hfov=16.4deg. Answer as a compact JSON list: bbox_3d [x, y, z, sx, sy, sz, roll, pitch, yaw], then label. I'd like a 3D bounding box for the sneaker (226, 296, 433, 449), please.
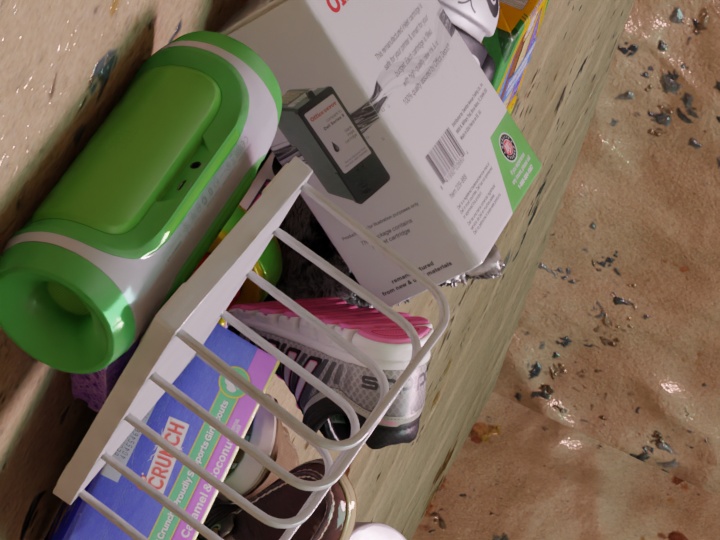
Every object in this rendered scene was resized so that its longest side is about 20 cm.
[{"bbox_3d":[-0.023,0.066,1.563,0.074,0.200,0.088,-6,99,-34],"label":"sneaker"}]

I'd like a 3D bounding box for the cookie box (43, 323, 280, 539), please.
[{"bbox_3d":[-0.132,0.127,1.565,0.172,0.075,0.200,-64,-174,-15],"label":"cookie box"}]

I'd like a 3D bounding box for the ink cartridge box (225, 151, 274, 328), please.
[{"bbox_3d":[-0.079,-0.015,1.790,0.095,0.037,0.200,103,12,-54],"label":"ink cartridge box"}]

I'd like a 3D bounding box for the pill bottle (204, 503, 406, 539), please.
[{"bbox_3d":[-0.058,0.216,1.689,0.200,0.120,0.120,-6,-135,46],"label":"pill bottle"}]

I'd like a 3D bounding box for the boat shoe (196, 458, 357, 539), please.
[{"bbox_3d":[-0.085,0.195,1.583,0.200,0.072,0.072,-42,159,21],"label":"boat shoe"}]

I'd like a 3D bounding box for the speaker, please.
[{"bbox_3d":[-0.115,-0.039,1.321,0.200,0.088,0.089,-58,169,-40],"label":"speaker"}]

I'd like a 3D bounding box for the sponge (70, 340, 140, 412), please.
[{"bbox_3d":[-0.135,-0.004,1.479,0.112,0.030,0.200,-60,170,-27],"label":"sponge"}]

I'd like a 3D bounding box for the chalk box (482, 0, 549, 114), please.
[{"bbox_3d":[0.055,-0.149,1.930,0.124,0.124,0.200,-55,165,-52],"label":"chalk box"}]

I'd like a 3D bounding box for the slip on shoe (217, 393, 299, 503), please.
[{"bbox_3d":[-0.068,0.125,1.669,0.076,0.060,0.200,-64,-173,-9],"label":"slip on shoe"}]

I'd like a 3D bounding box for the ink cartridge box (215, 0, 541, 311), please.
[{"bbox_3d":[0.011,-0.101,1.537,0.084,0.200,0.146,-25,-165,31],"label":"ink cartridge box"}]

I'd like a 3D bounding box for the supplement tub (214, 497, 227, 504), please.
[{"bbox_3d":[-0.141,0.246,1.830,0.123,0.122,0.200,100,16,-59],"label":"supplement tub"}]

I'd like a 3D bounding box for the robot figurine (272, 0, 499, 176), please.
[{"bbox_3d":[0.017,-0.138,1.719,0.201,0.124,0.150,-65,171,0],"label":"robot figurine"}]

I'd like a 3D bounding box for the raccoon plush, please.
[{"bbox_3d":[0.000,0.000,1.702,0.134,0.097,0.200,0,158,-39],"label":"raccoon plush"}]

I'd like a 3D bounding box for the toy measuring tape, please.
[{"bbox_3d":[-0.078,-0.033,1.621,0.074,0.073,0.200,-56,168,-48],"label":"toy measuring tape"}]

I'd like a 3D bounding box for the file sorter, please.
[{"bbox_3d":[-0.056,0.067,1.362,0.139,0.124,0.200,-52,178,-38],"label":"file sorter"}]
